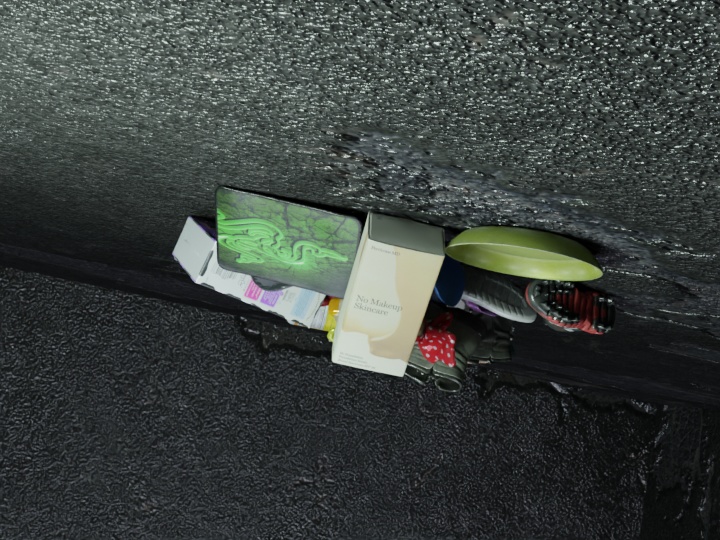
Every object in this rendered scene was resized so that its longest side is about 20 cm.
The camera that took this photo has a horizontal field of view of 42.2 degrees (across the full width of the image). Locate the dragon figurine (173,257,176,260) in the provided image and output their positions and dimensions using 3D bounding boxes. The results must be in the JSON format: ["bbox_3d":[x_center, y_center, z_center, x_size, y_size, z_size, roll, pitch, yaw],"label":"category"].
[{"bbox_3d":[-0.233,-0.024,1.634,0.199,0.059,0.099,10,172,6],"label":"dragon figurine"}]

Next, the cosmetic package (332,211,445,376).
[{"bbox_3d":[0.034,0.033,1.210,0.105,0.201,0.071,11,-147,-5],"label":"cosmetic package"}]

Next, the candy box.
[{"bbox_3d":[-0.172,0.001,1.443,0.199,0.072,0.168,24,-175,-27],"label":"candy box"}]

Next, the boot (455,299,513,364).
[{"bbox_3d":[0.173,0.081,1.525,0.199,0.131,0.068,14,171,-22],"label":"boot"}]

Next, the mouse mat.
[{"bbox_3d":[-0.099,-0.034,1.246,0.199,0.008,0.161,14,138,6],"label":"mouse mat"}]

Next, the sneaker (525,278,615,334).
[{"bbox_3d":[0.305,0.055,1.436,0.200,0.071,0.098,16,168,-42],"label":"sneaker"}]

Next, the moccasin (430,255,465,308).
[{"bbox_3d":[0.084,-0.012,1.313,0.068,0.081,0.200,9,158,35],"label":"moccasin"}]

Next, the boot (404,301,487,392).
[{"bbox_3d":[0.087,0.099,1.436,0.199,0.131,0.068,23,144,18],"label":"boot"}]

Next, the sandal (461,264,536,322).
[{"bbox_3d":[0.175,0.036,1.439,0.202,0.083,0.050,22,130,-10],"label":"sandal"}]

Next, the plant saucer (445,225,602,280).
[{"bbox_3d":[0.206,-0.023,1.179,0.199,0.031,0.200,10,171,2],"label":"plant saucer"}]

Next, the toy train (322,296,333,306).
[{"bbox_3d":[0.000,0.000,1.484,0.115,0.085,0.200,-3,170,-24],"label":"toy train"}]

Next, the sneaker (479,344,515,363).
[{"bbox_3d":[0.185,0.119,1.601,0.199,0.080,0.071,5,169,-33],"label":"sneaker"}]

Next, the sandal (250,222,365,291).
[{"bbox_3d":[-0.065,-0.008,1.297,0.200,0.048,0.075,-22,123,24],"label":"sandal"}]

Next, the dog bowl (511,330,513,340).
[{"bbox_3d":[0.189,0.077,1.730,0.199,0.074,0.200,11,171,2],"label":"dog bowl"}]

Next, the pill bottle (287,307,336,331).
[{"bbox_3d":[-0.077,0.062,1.845,0.199,0.110,0.109,12,172,-6],"label":"pill bottle"}]

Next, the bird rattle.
[{"bbox_3d":[0.038,0.084,1.342,0.199,0.113,0.163,10,162,30],"label":"bird rattle"}]
